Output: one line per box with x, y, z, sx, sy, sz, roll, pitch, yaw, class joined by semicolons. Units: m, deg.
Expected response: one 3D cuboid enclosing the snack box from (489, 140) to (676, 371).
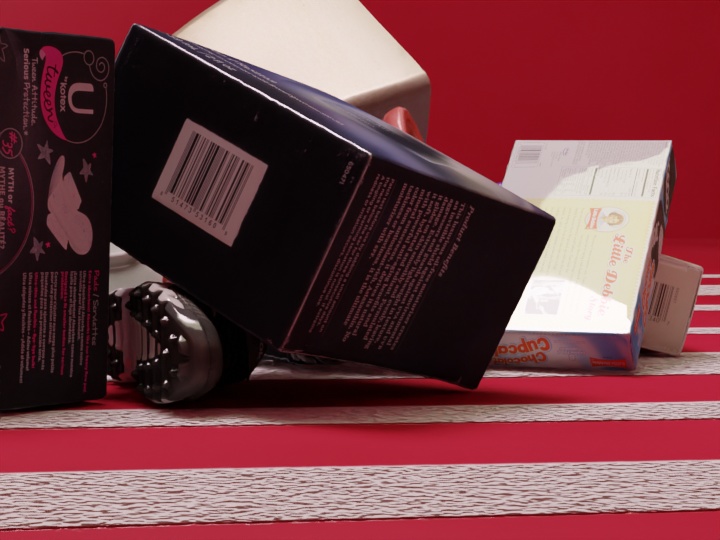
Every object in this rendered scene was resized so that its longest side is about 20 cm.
0.145;-0.014;1.439;0.116;0.037;0.200;2;42;18;snack box

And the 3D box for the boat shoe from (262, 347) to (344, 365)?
-0.023;0.031;1.362;0.199;0.072;0.068;-4;24;14;boat shoe

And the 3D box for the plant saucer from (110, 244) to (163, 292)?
-0.204;-0.026;1.468;0.199;0.050;0.201;18;34;-13;plant saucer

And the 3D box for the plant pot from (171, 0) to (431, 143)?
-0.073;-0.109;1.722;0.176;0.200;0.200;-20;48;-24;plant pot

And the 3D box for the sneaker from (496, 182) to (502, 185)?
0.093;-0.025;1.636;0.080;0.084;0.200;33;12;-23;sneaker

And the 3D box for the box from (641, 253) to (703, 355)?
0.177;0.014;1.570;0.082;0.069;0.200;15;0;-15;box

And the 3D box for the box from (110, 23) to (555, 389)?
-0.030;-0.036;1.216;0.200;0.124;0.198;31;9;35;box

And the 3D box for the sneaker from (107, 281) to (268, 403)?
-0.091;0.037;1.200;0.090;0.067;0.200;-2;2;-16;sneaker

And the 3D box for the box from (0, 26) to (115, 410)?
-0.218;-0.029;1.148;0.132;0.201;0.115;3;2;36;box

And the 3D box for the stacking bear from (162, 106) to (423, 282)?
-0.035;-0.008;1.445;0.199;0.122;0.114;-21;41;13;stacking bear
